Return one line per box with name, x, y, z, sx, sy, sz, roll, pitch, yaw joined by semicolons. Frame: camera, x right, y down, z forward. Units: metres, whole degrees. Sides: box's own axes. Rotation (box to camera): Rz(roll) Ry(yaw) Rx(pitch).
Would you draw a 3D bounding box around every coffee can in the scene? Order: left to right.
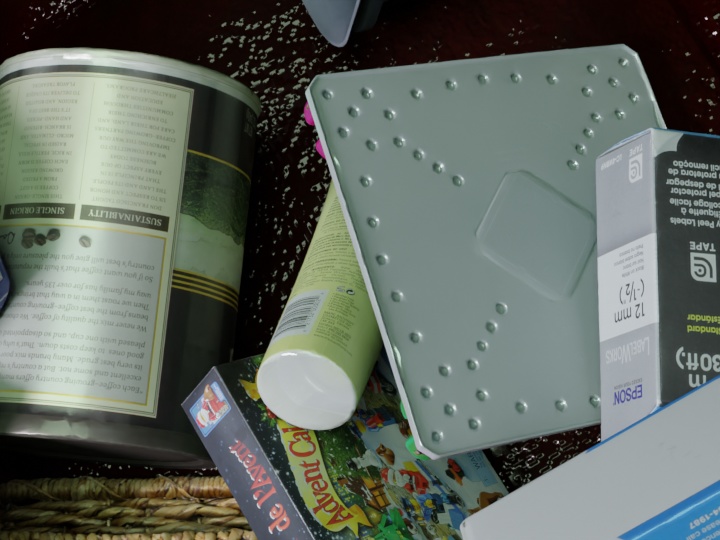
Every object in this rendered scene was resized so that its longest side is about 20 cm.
coffee can;-0.135;-0.002;0.945;0.146;0.146;0.200;2;79;16

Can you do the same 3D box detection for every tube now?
tube;0.000;0.000;0.915;0.058;0.200;0.052;35;129;-12

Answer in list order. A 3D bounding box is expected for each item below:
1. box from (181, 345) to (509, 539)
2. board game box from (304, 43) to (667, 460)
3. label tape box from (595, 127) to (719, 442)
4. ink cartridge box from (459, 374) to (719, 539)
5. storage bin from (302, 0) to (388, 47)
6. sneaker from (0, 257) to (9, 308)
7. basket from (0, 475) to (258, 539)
box;0.016;0.126;0.885;0.038;0.136;0.200;-47;67;39
board game box;0.085;-0.014;0.893;0.200;0.026;0.200;-9;72;-26
label tape box;0.192;0.039;0.856;0.143;0.066;0.200;5;75;-20
ink cartridge box;0.160;0.170;0.804;0.146;0.084;0.200;-32;113;8
storage bin;0.009;-0.240;0.974;0.134;0.146;0.200;-22;73;-18
sneaker;-0.243;-0.047;0.910;0.081;0.115;0.199;-43;79;5
basket;-0.135;0.173;0.910;0.200;0.143;0.149;-1;79;15
